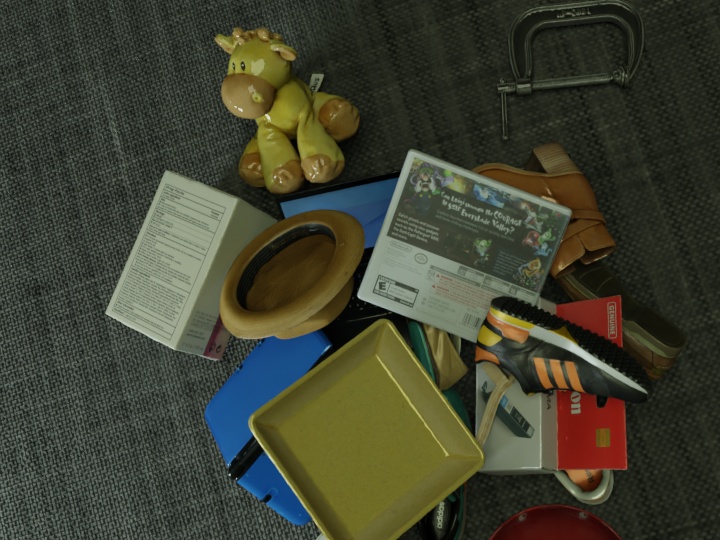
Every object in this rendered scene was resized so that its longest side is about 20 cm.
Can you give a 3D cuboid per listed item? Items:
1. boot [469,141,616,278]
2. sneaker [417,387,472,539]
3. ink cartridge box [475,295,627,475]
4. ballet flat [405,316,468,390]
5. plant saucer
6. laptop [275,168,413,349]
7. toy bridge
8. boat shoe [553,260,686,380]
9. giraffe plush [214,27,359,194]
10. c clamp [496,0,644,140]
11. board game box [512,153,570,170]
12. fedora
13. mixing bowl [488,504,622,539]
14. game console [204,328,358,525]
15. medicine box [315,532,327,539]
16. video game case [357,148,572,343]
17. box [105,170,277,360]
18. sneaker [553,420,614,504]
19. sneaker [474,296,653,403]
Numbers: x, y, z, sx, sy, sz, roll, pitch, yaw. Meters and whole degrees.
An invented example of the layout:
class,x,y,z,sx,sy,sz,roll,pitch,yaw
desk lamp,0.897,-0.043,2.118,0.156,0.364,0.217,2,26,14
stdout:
class,x,y,z,sx,sy,sz,roll,pitch,yaw
boot,0.194,-0.053,1.133,0.198,0.077,0.157,-20,69,-13
sneaker,0.099,0.241,1.148,0.070,0.080,0.203,-3,83,13
ink cartridge box,0.216,0.131,1.095,0.175,0.044,0.203,-12,68,40
ballet flat,0.080,0.047,1.152,0.062,0.069,0.202,-21,100,-19
plant saucer,0.006,0.190,1.049,0.199,0.048,0.201,-35,86,-17
laptop,0.000,0.000,1.181,0.175,0.103,0.203,-11,73,9
toy bridge,0.109,0.192,1.101,0.200,0.027,0.067,-46,56,8
boat shoe,0.294,0.052,1.140,0.200,0.071,0.068,47,135,29
giraffe plush,-0.105,-0.217,1.165,0.171,0.162,0.202,-12,56,21
c clamp,0.268,-0.264,1.209,0.197,0.027,0.173,-10,77,10
board game box,0.178,-0.075,1.192,0.197,0.023,0.106,-11,84,2
fedora,-0.071,0.018,1.123,0.199,0.082,0.202,-19,41,17
mixing bowl,0.230,0.380,1.098,0.197,0.108,0.203,-1,82,10
game console,-0.074,0.174,1.158,0.170,0.118,0.200,39,100,-12
medicine box,0.013,0.395,1.094,0.200,0.182,0.103,43,93,11
video game case,0.118,-0.019,1.087,0.198,0.023,0.184,21,101,1
box,-0.213,-0.005,1.204,0.127,0.109,0.202,22,87,28
sneaker,0.241,0.187,1.133,0.078,0.079,0.201,-35,78,6
sneaker,0.222,0.109,1.051,0.199,0.070,0.091,27,112,13
